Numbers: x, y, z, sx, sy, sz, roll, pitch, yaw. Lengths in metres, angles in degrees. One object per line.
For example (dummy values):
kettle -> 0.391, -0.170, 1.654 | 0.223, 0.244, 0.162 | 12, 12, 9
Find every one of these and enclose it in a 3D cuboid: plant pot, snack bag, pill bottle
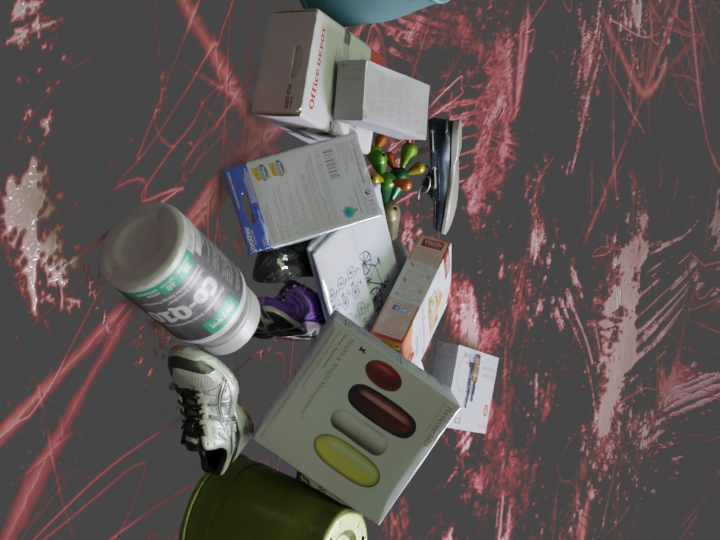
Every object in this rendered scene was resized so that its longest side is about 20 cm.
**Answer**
plant pot -> -0.101, 0.359, 1.516 | 0.200, 0.192, 0.202 | -21, 114, -58
snack bag -> 0.000, 0.000, 1.668 | 0.200, 0.021, 0.189 | -46, 131, -44
pill bottle -> -0.203, 0.015, 1.345 | 0.200, 0.113, 0.114 | 48, 54, -52
plant pot -> 0.035, -0.438, 1.603 | 0.200, 0.187, 0.201 | -18, 111, -59

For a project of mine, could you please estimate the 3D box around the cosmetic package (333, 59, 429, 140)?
cosmetic package -> 0.032, -0.235, 1.608 | 0.200, 0.050, 0.083 | 5, 88, -62

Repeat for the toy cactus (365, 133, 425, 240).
toy cactus -> 0.047, -0.120, 1.802 | 0.200, 0.102, 0.166 | -65, 156, -45

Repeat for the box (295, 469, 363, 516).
box -> -0.038, 0.294, 1.701 | 0.035, 0.110, 0.201 | 30, 71, -59

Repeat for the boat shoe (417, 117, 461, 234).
boat shoe -> 0.134, -0.160, 1.960 | 0.075, 0.061, 0.201 | -60, 155, -62

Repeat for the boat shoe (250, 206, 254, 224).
boat shoe -> -0.067, -0.097, 1.593 | 0.202, 0.086, 0.075 | -31, 122, -55

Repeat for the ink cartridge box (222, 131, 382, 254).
ink cartridge box -> -0.079, -0.100, 1.522 | 0.199, 0.042, 0.120 | -18, 92, -26

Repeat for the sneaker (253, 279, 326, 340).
sneaker -> -0.105, 0.052, 1.591 | 0.200, 0.080, 0.084 | 16, 67, -70

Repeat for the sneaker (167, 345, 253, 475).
sneaker -> -0.193, 0.179, 1.436 | 0.088, 0.075, 0.201 | -61, 143, -35

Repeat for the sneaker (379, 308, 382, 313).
sneaker -> 0.002, 0.068, 1.767 | 0.200, 0.071, 0.073 | -12, 103, -62

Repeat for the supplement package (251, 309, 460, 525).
supplement package -> -0.006, 0.189, 1.527 | 0.192, 0.199, 0.147 | -56, -178, 2

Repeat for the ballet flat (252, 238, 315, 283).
ballet flat -> -0.087, -0.011, 1.623 | 0.057, 0.067, 0.200 | -51, 155, 19

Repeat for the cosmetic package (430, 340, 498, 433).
cosmetic package -> 0.190, 0.221, 2.153 | 0.200, 0.051, 0.152 | 21, 80, -60

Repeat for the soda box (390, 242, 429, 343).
soda box -> 0.065, 0.036, 1.879 | 0.068, 0.063, 0.200 | -67, 147, -27

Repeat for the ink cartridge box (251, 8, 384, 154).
ink cartridge box -> -0.055, -0.256, 1.584 | 0.200, 0.082, 0.148 | 21, 77, -61

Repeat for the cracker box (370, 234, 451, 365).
cracker box -> 0.081, 0.064, 1.758 | 0.134, 0.057, 0.201 | 84, 27, -52

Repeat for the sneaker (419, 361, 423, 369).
sneaker -> 0.067, 0.195, 1.929 | 0.082, 0.074, 0.200 | -38, 141, -12
